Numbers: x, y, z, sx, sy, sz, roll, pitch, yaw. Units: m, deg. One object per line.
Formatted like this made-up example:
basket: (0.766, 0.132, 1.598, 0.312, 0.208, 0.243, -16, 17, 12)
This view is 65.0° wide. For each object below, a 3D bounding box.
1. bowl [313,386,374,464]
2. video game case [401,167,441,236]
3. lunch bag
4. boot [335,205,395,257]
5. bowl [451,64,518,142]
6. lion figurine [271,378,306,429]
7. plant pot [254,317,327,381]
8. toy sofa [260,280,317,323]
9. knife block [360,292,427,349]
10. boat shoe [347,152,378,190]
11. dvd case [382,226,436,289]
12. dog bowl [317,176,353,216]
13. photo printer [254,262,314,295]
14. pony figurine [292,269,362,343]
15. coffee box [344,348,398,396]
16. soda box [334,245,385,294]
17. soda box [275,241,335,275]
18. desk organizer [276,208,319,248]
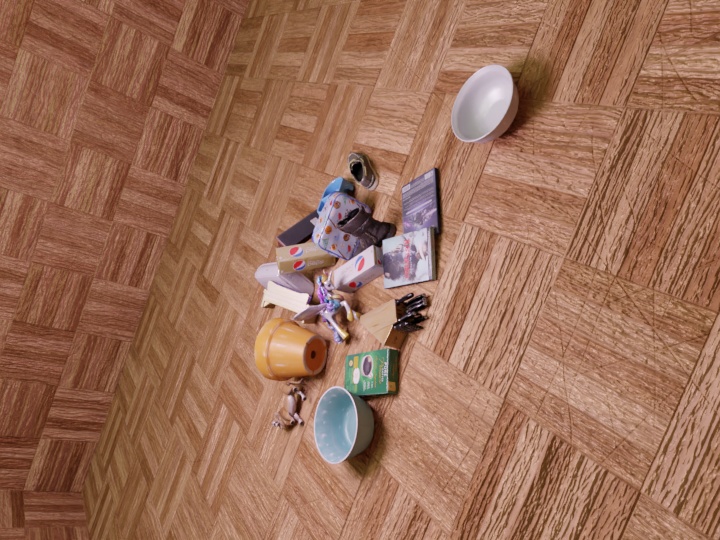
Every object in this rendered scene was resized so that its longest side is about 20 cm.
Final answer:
bowl: (-0.034, 0.432, 1.578, 0.199, 0.103, 0.207, -20, 64, 48)
video game case: (0.173, -0.177, 1.629, 0.141, 0.019, 0.206, -25, 58, 46)
lunch bag: (-0.059, -0.138, 1.807, 0.075, 0.158, 0.204, 29, 95, 60)
boot: (-0.006, -0.113, 1.708, 0.200, 0.171, 0.071, -42, 46, 33)
bowl: (0.334, -0.411, 1.450, 0.199, 0.089, 0.207, -24, 58, 46)
lion figurine: (-0.234, 0.434, 1.861, 0.121, 0.071, 0.206, 21, 101, 53)
plant pot: (-0.212, 0.262, 1.835, 0.179, 0.199, 0.206, 1, 76, 36)
toy sofa: (-0.237, 0.108, 1.936, 0.196, 0.082, 0.100, 16, 91, 27)
knife block: (0.098, 0.115, 1.573, 0.199, 0.063, 0.179, 37, 106, 53)
boat shoe: (-0.004, -0.343, 1.892, 0.073, 0.059, 0.203, -54, 40, 23)
dvd case: (0.135, -0.033, 1.601, 0.197, 0.022, 0.151, -12, 76, 49)
dog bowl: (-0.088, -0.240, 1.908, 0.110, 0.050, 0.203, -26, 33, 33)
photo printer: (-0.278, 0.039, 2.017, 0.198, 0.166, 0.071, -5, 52, 52)
pony figurine: (-0.095, 0.122, 1.743, 0.201, 0.166, 0.193, 50, 122, 10)
coffee box: (0.028, 0.295, 1.607, 0.198, 0.043, 0.127, -21, 61, 48)
soda box: (0.000, 0.000, 1.748, 0.198, 0.063, 0.070, -32, 52, 41)
soda box: (-0.182, -0.046, 1.894, 0.065, 0.194, 0.069, 95, 158, -46)
desk organizer: (-0.196, -0.124, 1.981, 0.071, 0.199, 0.078, 39, 151, 25)
